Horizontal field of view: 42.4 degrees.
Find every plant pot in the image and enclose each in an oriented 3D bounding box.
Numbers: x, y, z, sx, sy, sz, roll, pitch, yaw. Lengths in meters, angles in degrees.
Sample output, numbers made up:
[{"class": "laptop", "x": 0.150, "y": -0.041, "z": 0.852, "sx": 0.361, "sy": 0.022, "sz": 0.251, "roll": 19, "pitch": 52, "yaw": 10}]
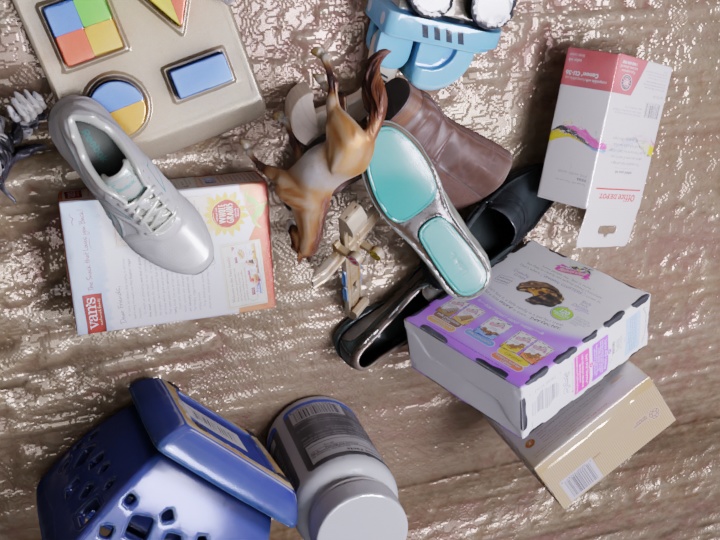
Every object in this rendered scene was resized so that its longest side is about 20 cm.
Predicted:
[{"class": "plant pot", "x": -0.190, "y": 0.233, "z": 0.944, "sx": 0.200, "sy": 0.200, "sz": 0.180, "roll": 38, "pitch": 87, "yaw": -25}]

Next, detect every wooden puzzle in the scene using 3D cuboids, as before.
[{"class": "wooden puzzle", "x": -0.200, "y": -0.202, "z": 0.862, "sx": 0.185, "sy": 0.046, "sz": 0.201, "roll": -23, "pitch": 115, "yaw": -10}]

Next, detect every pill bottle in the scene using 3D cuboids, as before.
[{"class": "pill bottle", "x": -0.027, "y": 0.226, "z": 0.988, "sx": 0.113, "sy": 0.200, "sz": 0.114, "roll": -6, "pitch": 111, "yaw": -16}]

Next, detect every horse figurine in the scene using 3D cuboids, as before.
[{"class": "horse figurine", "x": -0.035, "y": -0.112, "z": 0.847, "sx": 0.050, "sy": 0.133, "sz": 0.200, "roll": -6, "pitch": 152, "yaw": -49}]

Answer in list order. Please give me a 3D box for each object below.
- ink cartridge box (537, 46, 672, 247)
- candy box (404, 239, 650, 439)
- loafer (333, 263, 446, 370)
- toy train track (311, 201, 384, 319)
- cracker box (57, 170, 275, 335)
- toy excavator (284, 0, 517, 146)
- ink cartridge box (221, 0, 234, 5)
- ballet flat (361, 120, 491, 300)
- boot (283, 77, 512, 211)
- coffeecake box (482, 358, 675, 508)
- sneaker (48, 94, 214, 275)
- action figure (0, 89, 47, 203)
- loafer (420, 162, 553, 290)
[{"class": "ink cartridge box", "x": 0.258, "y": -0.129, "z": 1.000, "sx": 0.116, "sy": 0.067, "sz": 0.201, "roll": -2, "pitch": 107, "yaw": -45}, {"class": "candy box", "x": 0.177, "y": 0.064, "z": 0.981, "sx": 0.200, "sy": 0.168, "sz": 0.072, "roll": -29, "pitch": 128, "yaw": -28}, {"class": "loafer", "x": 0.065, "y": 0.047, "z": 1.030, "sx": 0.200, "sy": 0.063, "sz": 0.072, "roll": -35, "pitch": 116, "yaw": -3}, {"class": "toy train track", "x": 0.000, "y": 0.000, "z": 0.941, "sx": 0.115, "sy": 0.032, "sz": 0.200, "roll": -50, "pitch": 161, "yaw": -23}, {"class": "cracker box", "x": -0.190, "y": -0.020, "z": 0.925, "sx": 0.199, "sy": 0.058, "sz": 0.135, "roll": -7, "pitch": 109, "yaw": -17}, {"class": "toy excavator", "x": 0.036, "y": -0.210, "z": 0.918, "sx": 0.193, "sy": 0.100, "sz": 0.201, "roll": 5, "pitch": 117, "yaw": -20}, {"class": "ink cartridge box", "x": -0.128, "y": -0.329, "z": 0.776, "sx": 0.199, "sy": 0.128, "sz": 0.126, "roll": 28, "pitch": 77, "yaw": -24}, {"class": "ballet flat", "x": 0.057, "y": -0.057, "z": 0.896, "sx": 0.067, "sy": 0.064, "sz": 0.200, "roll": -33, "pitch": 108, "yaw": 4}, {"class": "boot", "x": 0.044, "y": -0.094, "z": 0.963, "sx": 0.186, "sy": 0.064, "sz": 0.200, "roll": -36, "pitch": 145, "yaw": 24}, {"class": "coffeecake box", "x": 0.223, "y": 0.145, "z": 1.041, "sx": 0.153, "sy": 0.200, "sz": 0.073, "roll": -38, "pitch": 117, "yaw": -1}, {"class": "sneaker", "x": -0.205, "y": -0.067, "z": 0.833, "sx": 0.070, "sy": 0.080, "sz": 0.200, "roll": -42, "pitch": 112, "yaw": -6}, {"class": "action figure", "x": -0.342, "y": -0.142, "z": 0.808, "sx": 0.118, "sy": 0.102, "sz": 0.201, "roll": -21, "pitch": 113, "yaw": -23}, {"class": "loafer", "x": 0.151, "y": -0.049, "z": 1.001, "sx": 0.200, "sy": 0.070, "sz": 0.068, "roll": -40, "pitch": 102, "yaw": -20}]
